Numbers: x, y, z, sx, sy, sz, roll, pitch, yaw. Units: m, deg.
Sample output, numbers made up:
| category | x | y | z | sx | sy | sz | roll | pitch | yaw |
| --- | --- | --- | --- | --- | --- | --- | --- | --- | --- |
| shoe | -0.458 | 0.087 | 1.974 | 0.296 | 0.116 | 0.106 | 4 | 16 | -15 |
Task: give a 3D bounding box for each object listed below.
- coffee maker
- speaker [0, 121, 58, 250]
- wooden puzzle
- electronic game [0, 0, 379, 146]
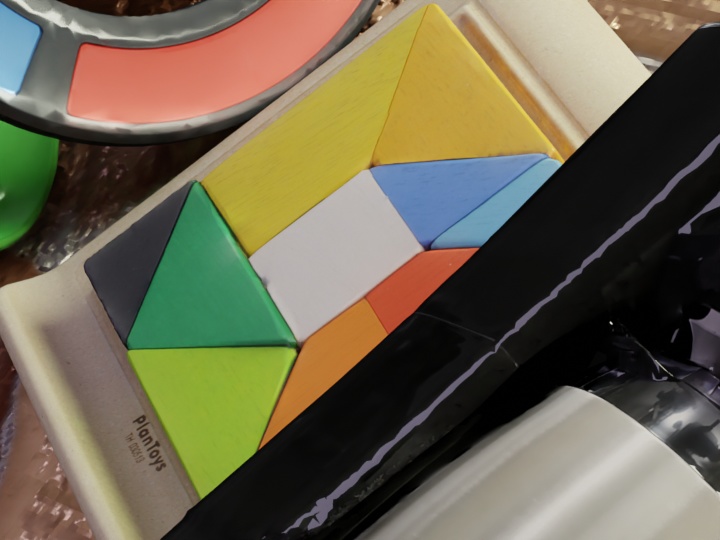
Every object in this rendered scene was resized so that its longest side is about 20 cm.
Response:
| category | x | y | z | sx | sy | sz | roll | pitch | yaw |
| --- | --- | --- | --- | --- | --- | --- | --- | --- | --- |
| coffee maker | 0.049 | 0.041 | 0.665 | 0.200 | 0.135 | 0.192 | -42 | 45 | -13 |
| speaker | -0.197 | -0.042 | 0.948 | 0.200 | 0.088 | 0.088 | 1 | 51 | 33 |
| wooden puzzle | 0.000 | 0.000 | 0.815 | 0.200 | 0.037 | 0.185 | -34 | 40 | 0 |
| electronic game | -0.073 | -0.137 | 0.882 | 0.200 | 0.200 | 0.042 | -50 | 18 | -18 |
